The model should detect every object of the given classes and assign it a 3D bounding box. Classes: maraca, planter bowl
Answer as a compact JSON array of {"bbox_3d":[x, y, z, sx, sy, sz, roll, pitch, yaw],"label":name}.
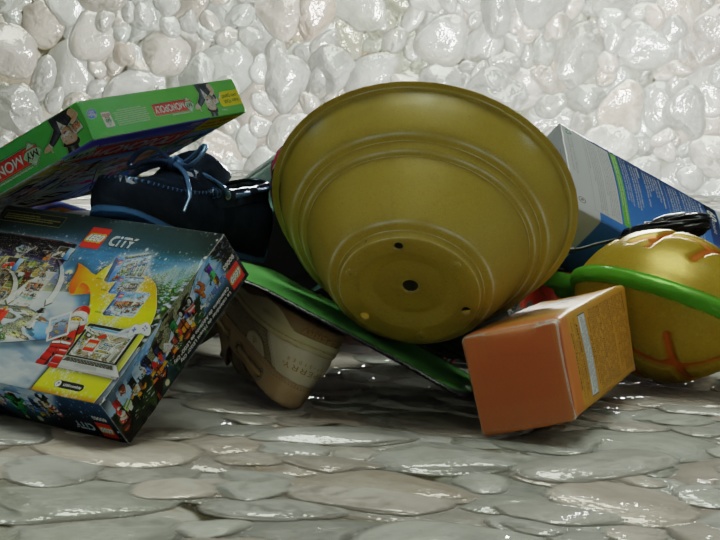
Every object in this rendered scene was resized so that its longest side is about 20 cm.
[{"bbox_3d":[0.211,0.025,1.418,0.136,0.108,0.200,27,-9,-21],"label":"maraca"},{"bbox_3d":[0.036,-0.015,1.220,0.199,0.201,0.084,3,43,7],"label":"planter bowl"}]

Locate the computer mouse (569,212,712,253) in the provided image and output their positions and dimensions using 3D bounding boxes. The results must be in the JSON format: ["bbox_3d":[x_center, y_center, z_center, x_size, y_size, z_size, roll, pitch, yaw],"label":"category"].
[{"bbox_3d":[0.162,-0.028,1.448,0.198,0.034,0.059,-8,-21,2],"label":"computer mouse"}]

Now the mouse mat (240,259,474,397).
[{"bbox_3d":[-0.002,0.037,1.276,0.199,0.008,0.161,27,3,15],"label":"mouse mat"}]

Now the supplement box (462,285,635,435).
[{"bbox_3d":[0.127,0.055,1.262,0.066,0.069,0.200,-12,4,20],"label":"supplement box"}]

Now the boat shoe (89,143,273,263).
[{"bbox_3d":[-0.122,-0.051,1.311,0.083,0.069,0.200,11,-2,19],"label":"boat shoe"}]

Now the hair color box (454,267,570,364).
[{"bbox_3d":[0.102,0.031,1.527,0.101,0.062,0.200,6,8,16],"label":"hair color box"}]

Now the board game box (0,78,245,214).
[{"bbox_3d":[-0.181,-0.082,1.320,0.134,0.029,0.200,-26,-3,27],"label":"board game box"}]

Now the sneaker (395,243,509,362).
[{"bbox_3d":[0.053,-0.020,1.321,0.090,0.200,0.076,-22,25,36],"label":"sneaker"}]

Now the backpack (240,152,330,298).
[{"bbox_3d":[-0.012,-0.035,1.572,0.175,0.154,0.200,-35,-18,22],"label":"backpack"}]

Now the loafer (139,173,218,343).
[{"bbox_3d":[-0.149,-0.006,1.478,0.067,0.076,0.200,-7,42,-23],"label":"loafer"}]

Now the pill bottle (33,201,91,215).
[{"bbox_3d":[-0.211,0.009,1.372,0.111,0.113,0.200,-1,8,-29],"label":"pill bottle"}]

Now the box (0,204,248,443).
[{"bbox_3d":[-0.183,0.029,1.199,0.199,0.038,0.137,8,51,39],"label":"box"}]

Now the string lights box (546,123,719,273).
[{"bbox_3d":[0.224,-0.026,1.546,0.199,0.059,0.103,27,37,-25],"label":"string lights box"}]

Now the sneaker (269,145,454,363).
[{"bbox_3d":[0.000,0.000,1.383,0.080,0.200,0.075,-35,21,20],"label":"sneaker"}]

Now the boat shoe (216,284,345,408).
[{"bbox_3d":[-0.072,0.041,1.320,0.071,0.065,0.200,23,4,-20],"label":"boat shoe"}]
